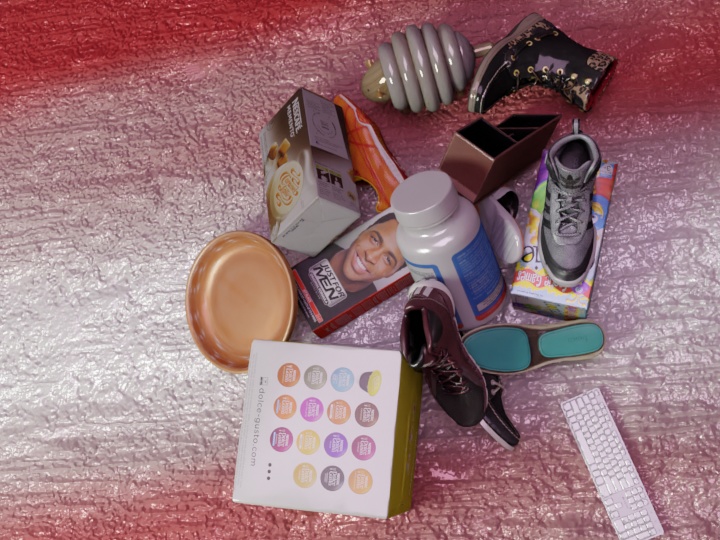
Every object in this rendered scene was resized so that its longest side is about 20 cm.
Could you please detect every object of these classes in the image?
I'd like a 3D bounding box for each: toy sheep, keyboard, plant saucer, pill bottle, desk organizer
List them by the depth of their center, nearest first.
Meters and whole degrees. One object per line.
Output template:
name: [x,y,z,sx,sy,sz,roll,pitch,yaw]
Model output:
pill bottle: [0.112,-0.027,1.255,0.111,0.201,0.113,-16,38,13]
keyboard: [0.328,0.257,1.270,0.056,0.011,0.201,-23,73,5]
desk organizer: [0.188,-0.169,1.306,0.072,0.077,0.200,38,43,17]
plant saucer: [-0.165,0.045,1.375,0.199,0.037,0.202,-1,89,34]
toy sheep: [0.095,-0.289,1.385,0.199,0.138,0.139,-20,73,6]

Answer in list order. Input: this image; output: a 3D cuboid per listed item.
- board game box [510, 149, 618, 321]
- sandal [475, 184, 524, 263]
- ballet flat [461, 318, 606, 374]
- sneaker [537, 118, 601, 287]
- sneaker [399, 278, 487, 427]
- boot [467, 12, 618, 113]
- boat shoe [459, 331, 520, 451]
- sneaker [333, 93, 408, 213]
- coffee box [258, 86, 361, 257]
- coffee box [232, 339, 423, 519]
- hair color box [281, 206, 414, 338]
board game box: [0.273,-0.044,1.304,0.102,0.105,0.202,12,78,14]
sandal: [0.191,-0.072,1.316,0.059,0.080,0.207,-5,32,-16]
ballet flat: [0.225,0.100,1.290,0.198,0.070,0.070,-2,76,-3]
sneaker: [0.258,-0.086,1.203,0.075,0.114,0.202,3,77,13]
sneaker: [0.091,0.119,1.195,0.075,0.115,0.201,-18,100,25]
boot: [0.254,-0.268,1.353,0.150,0.073,0.200,31,58,20]
boat shoe: [0.156,0.149,1.301,0.060,0.074,0.200,-39,64,5]
sneaker: [0.003,-0.172,1.409,0.077,0.073,0.201,-33,69,13]
coffee box: [-0.074,-0.138,1.356,0.114,0.079,0.201,-38,47,37]
coffee box: [-0.032,0.205,1.254,0.196,0.200,0.202,4,79,12]
hair color box: [0.000,0.000,1.371,0.199,0.061,0.102,-32,72,2]
